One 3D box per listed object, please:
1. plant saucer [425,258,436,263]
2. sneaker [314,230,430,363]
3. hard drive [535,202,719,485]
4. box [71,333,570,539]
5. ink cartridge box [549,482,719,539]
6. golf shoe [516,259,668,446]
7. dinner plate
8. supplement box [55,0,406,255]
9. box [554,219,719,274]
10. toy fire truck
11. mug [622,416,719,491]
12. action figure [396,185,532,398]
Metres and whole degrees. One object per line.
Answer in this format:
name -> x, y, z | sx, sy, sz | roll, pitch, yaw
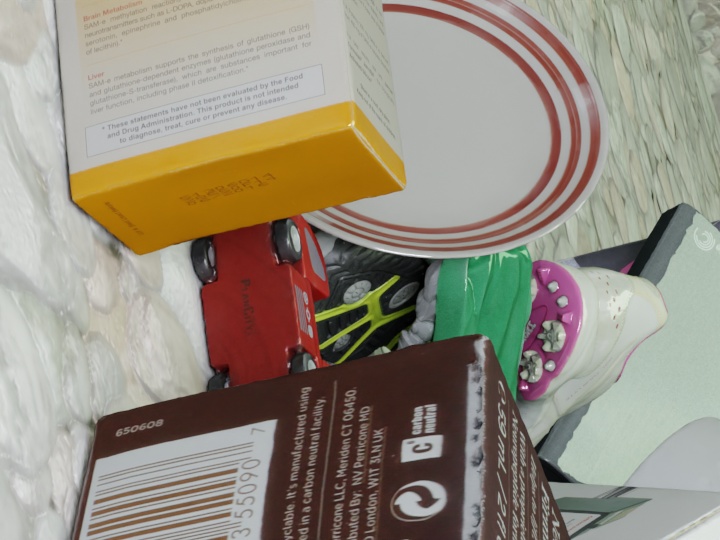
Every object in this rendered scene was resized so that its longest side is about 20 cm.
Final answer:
plant saucer -> 0.022, -0.074, 1.310 | 0.201, 0.039, 0.201 | 48, 13, -15
sneaker -> 0.000, 0.000, 1.291 | 0.076, 0.075, 0.200 | 51, 9, 17
hard drive -> 0.189, 0.078, 1.421 | 0.140, 0.033, 0.200 | 41, 58, -13
box -> -0.001, 0.160, 0.918 | 0.166, 0.164, 0.200 | -85, 157, -50
ink cartridge box -> 0.115, 0.182, 1.157 | 0.084, 0.200, 0.146 | -25, 101, -30
golf shoe -> 0.095, 0.066, 1.336 | 0.091, 0.200, 0.075 | -6, 61, -33
dinner plate -> 0.025, -0.078, 1.214 | 0.024, 0.200, 0.201 | 104, -12, -51
supplement box -> -0.059, -0.121, 1.030 | 0.074, 0.126, 0.201 | 45, 36, -62
box -> 0.165, 0.055, 1.561 | 0.115, 0.199, 0.133 | 27, 51, -72
toy fire truck -> -0.023, 0.075, 1.141 | 0.141, 0.049, 0.201 | 44, 34, -65
mug -> 0.228, 0.181, 1.281 | 0.200, 0.175, 0.148 | -8, 127, -56
action figure -> 0.047, 0.053, 1.241 | 0.118, 0.055, 0.201 | -7, 115, -46
